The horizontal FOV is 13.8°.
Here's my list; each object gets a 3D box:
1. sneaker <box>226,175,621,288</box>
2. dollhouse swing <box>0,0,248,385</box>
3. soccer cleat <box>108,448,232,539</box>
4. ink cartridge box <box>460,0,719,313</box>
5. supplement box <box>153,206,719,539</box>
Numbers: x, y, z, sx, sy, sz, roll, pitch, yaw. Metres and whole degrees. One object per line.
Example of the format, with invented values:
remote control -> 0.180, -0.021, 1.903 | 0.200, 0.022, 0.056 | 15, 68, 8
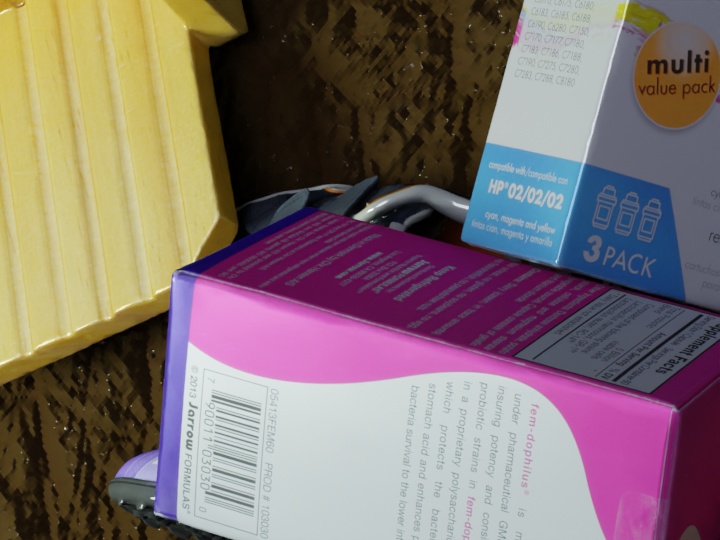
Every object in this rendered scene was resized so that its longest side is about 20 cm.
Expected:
sneaker -> 0.000, 0.000, 1.205 | 0.200, 0.079, 0.079 | -2, 83, 29
dollhouse swing -> -0.168, -0.079, 1.249 | 0.200, 0.182, 0.176 | -23, 46, 25
soccer cleat -> -0.008, 0.077, 1.210 | 0.200, 0.068, 0.073 | -2, 72, 25
ink cartridge box -> 0.125, -0.090, 1.121 | 0.068, 0.115, 0.200 | 16, 91, 57
supplement box -> 0.038, 0.056, 1.087 | 0.200, 0.103, 0.101 | 16, 112, 25
